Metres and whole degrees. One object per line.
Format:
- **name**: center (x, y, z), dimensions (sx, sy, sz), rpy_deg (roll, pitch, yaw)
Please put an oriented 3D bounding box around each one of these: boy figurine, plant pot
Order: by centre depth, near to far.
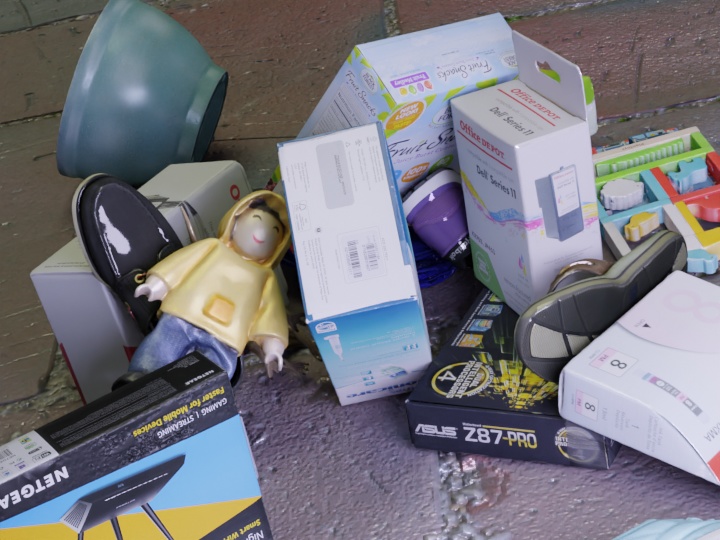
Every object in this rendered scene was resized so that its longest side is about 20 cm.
- **boy figurine**: center (-0.103, 0.027, 1.369), dimensions (0.201, 0.124, 0.064), rpy_deg (-58, 3, -24)
- **plant pot**: center (-0.217, -0.172, 1.893), dimensions (0.133, 0.201, 0.201), rpy_deg (20, 33, 3)

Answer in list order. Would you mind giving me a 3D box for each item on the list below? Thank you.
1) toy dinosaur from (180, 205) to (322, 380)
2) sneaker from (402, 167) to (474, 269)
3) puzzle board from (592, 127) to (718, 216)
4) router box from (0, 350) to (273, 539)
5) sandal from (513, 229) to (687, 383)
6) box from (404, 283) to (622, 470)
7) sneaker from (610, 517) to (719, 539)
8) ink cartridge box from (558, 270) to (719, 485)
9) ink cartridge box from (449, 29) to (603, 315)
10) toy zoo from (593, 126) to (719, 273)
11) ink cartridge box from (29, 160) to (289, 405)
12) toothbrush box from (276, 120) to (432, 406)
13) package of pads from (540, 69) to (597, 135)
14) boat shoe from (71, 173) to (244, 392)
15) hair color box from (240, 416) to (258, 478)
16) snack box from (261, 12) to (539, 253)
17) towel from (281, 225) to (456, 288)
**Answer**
- **toy dinosaur**: center (-0.089, 0.037, 1.465), dimensions (0.101, 0.200, 0.058), rpy_deg (33, 79, 39)
- **sneaker**: center (0.101, -0.035, 1.574), dimensions (0.076, 0.088, 0.200), rpy_deg (-44, -13, 22)
- **puzzle board**: center (0.220, -0.080, 1.688), dimensions (0.198, 0.018, 0.151), rpy_deg (-15, 27, -2)
- **router box**: center (-0.169, 0.165, 1.255), dimensions (0.199, 0.150, 0.051), rpy_deg (-26, 30, -23)
- **sandal**: center (0.173, 0.024, 1.351), dimensions (0.057, 0.080, 0.200), rpy_deg (22, 32, 34)
- **box**: center (0.145, 0.072, 1.401), dimensions (0.160, 0.049, 0.200), rpy_deg (7, 33, 26)
- **sneaker**: center (0.215, 0.177, 1.147), dimensions (0.198, 0.074, 0.082), rpy_deg (-13, 30, -2)
- **ink cartridge box**: center (0.264, 0.083, 1.276), dimensions (0.199, 0.057, 0.162), rpy_deg (19, 37, 34)
- **ink cartridge box**: center (0.127, -0.071, 1.405), dimensions (0.067, 0.201, 0.117), rpy_deg (-19, 28, -17)
- **toy zoo**: center (0.271, -0.055, 1.592), dimensions (0.130, 0.021, 0.200), rpy_deg (-16, 35, -5)
- **ink cartridge box**: center (-0.164, 0.015, 1.535), dimensions (0.083, 0.146, 0.200), rpy_deg (-1, 28, 37)
- **toothbrush box**: center (0.000, 0.000, 1.392), dimensions (0.085, 0.200, 0.147), rpy_deg (-11, 67, 2)
- **package of pads**: center (0.109, -0.135, 1.767), dimensions (0.199, 0.069, 0.154), rpy_deg (-25, 22, -25)
- **boat shoe**: center (-0.153, 0.012, 1.418), dimensions (0.074, 0.202, 0.063), rpy_deg (-37, 21, -24)
- **hair color box**: center (-0.185, 0.167, 1.357), dimensions (0.199, 0.061, 0.099), rpy_deg (-32, 33, -30)
- **snack box**: center (0.029, -0.112, 1.501), dimensions (0.168, 0.200, 0.068), rpy_deg (-19, 65, -39)
- **towel**: center (-0.022, -0.024, 1.637), dimensions (0.147, 0.050, 0.200), rpy_deg (-2, 17, -35)
